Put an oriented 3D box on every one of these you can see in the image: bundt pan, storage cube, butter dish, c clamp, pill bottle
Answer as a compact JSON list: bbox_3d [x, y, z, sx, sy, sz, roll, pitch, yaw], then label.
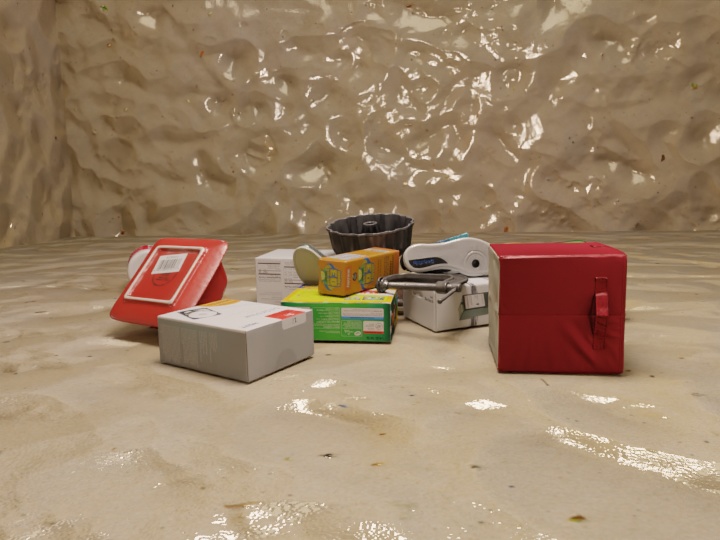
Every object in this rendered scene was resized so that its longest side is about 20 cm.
[{"bbox_3d":[0.024,-0.069,1.331,0.197,0.077,0.202,-5,18,1],"label":"bundt pan"},{"bbox_3d":[0.291,0.049,0.923,0.176,0.175,0.200,0,9,8],"label":"storage cube"},{"bbox_3d":[-0.337,0.050,1.151,0.196,0.149,0.202,3,53,29],"label":"butter dish"},{"bbox_3d":[0.106,0.022,1.081,0.197,0.028,0.169,2,14,40],"label":"c clamp"},{"bbox_3d":[-0.576,-0.009,1.634,0.110,0.115,0.200,-4,9,-20],"label":"pill bottle"}]

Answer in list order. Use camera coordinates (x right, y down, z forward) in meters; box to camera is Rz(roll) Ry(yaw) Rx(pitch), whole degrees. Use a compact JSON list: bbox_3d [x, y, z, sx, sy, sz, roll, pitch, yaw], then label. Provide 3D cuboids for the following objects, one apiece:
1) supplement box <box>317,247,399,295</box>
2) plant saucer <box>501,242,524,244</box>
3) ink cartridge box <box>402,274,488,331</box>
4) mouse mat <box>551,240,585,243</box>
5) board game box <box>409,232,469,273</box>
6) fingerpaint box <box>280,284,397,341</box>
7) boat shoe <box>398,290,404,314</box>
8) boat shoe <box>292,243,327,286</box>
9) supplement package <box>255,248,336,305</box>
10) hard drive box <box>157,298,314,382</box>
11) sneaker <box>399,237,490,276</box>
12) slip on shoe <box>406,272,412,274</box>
[{"bbox_3d":[0.000,0.000,1.147,0.068,0.068,0.199,8,13,34],"label":"supplement box"},{"bbox_3d":[0.315,0.000,1.426,0.196,0.033,0.201,-13,-27,-7],"label":"plant saucer"},{"bbox_3d":[0.198,0.055,1.193,0.196,0.086,0.146,-5,9,-21],"label":"ink cartridge box"},{"bbox_3d":[0.417,-0.013,1.215,0.157,0.008,0.201,-6,28,-2],"label":"mouse mat"},{"bbox_3d":[0.188,-0.031,1.423,0.148,0.048,0.200,-16,-8,8],"label":"board game box"},{"bbox_3d":[-0.032,0.077,1.118,0.195,0.075,0.167,0,9,7],"label":"fingerpaint box"},{"bbox_3d":[0.046,0.046,1.293,0.198,0.077,0.075,5,9,21],"label":"boat shoe"},{"bbox_3d":[-0.068,0.009,1.224,0.072,0.200,0.063,-21,39,27],"label":"boat shoe"},{"bbox_3d":[-0.127,0.015,1.412,0.196,0.113,0.156,2,10,13],"label":"supplement package"},{"bbox_3d":[-0.196,0.104,0.950,0.197,0.079,0.155,5,11,33],"label":"hard drive box"},{"bbox_3d":[0.176,-0.028,1.214,0.195,0.075,0.112,2,0,-5],"label":"sneaker"},{"bbox_3d":[0.128,0.040,1.417,0.073,0.062,0.200,-15,-6,3],"label":"slip on shoe"}]
